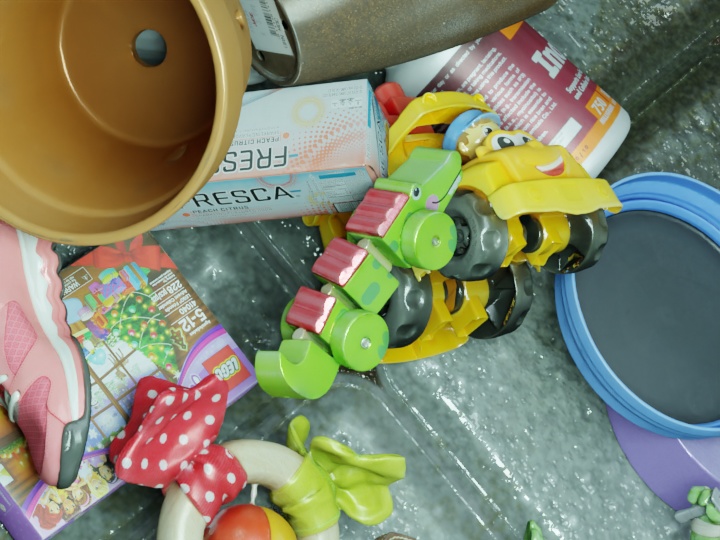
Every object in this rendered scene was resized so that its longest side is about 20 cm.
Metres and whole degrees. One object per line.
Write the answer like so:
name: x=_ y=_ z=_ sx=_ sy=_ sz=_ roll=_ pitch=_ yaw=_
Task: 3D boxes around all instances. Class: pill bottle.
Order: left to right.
pill bottle: x=0.092 y=-0.135 z=1.638 sx=0.200 sy=0.113 sz=0.113 roll=41 pitch=55 yaw=-6

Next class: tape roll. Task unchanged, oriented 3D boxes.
tape roll: x=0.283 y=0.090 z=1.662 sx=0.199 sy=0.066 sz=0.201 roll=12 pitch=62 yaw=-24

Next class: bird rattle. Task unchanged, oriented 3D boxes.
bird rattle: x=-0.069 y=0.152 z=1.393 sx=0.199 sy=0.112 sz=0.164 roll=16 pitch=72 yaw=-42

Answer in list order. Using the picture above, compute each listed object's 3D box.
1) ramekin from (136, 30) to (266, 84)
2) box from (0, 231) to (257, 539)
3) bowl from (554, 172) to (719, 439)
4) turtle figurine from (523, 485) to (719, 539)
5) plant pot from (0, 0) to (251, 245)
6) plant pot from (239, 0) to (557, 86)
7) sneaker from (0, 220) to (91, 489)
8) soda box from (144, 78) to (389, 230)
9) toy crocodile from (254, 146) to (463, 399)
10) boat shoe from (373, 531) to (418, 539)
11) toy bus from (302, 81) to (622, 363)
ramekin: x=-0.114 y=-0.231 z=1.532 sx=0.200 sy=0.097 sz=0.202 roll=-18 pitch=110 yaw=-58
box: x=-0.179 y=0.072 z=1.440 sx=0.200 sy=0.039 sz=0.137 roll=-36 pitch=87 yaw=-35
bowl: x=0.228 y=0.027 z=1.600 sx=0.200 sy=0.039 sz=0.202 roll=11 pitch=63 yaw=-23
turtle figurine: x=0.212 y=0.207 z=1.499 sx=0.193 sy=0.200 sz=0.145 roll=5 pitch=74 yaw=-6
plant pot: x=-0.154 y=-0.128 z=1.379 sx=0.200 sy=0.200 sz=0.140 roll=48 pitch=22 yaw=0
plant pot: x=0.007 y=-0.211 z=1.480 sx=0.200 sy=0.187 sz=0.187 roll=-33 pitch=85 yaw=-25
sneaker: x=-0.222 y=0.048 z=1.374 sx=0.086 sy=0.074 sz=0.201 roll=-8 pitch=63 yaw=-19
soda box: x=-0.082 y=-0.075 z=1.480 sx=0.199 sy=0.064 sz=0.069 roll=-5 pitch=63 yaw=13
toy crocodile: x=0.000 y=0.000 z=1.408 sx=0.200 sy=0.067 sz=0.062 roll=-56 pitch=130 yaw=-15
boat shoe: x=0.092 y=0.223 z=1.414 sx=0.200 sy=0.072 sz=0.076 roll=33 pitch=43 yaw=-12
toy bus: x=0.056 y=-0.057 z=1.531 sx=0.135 sy=0.200 sz=0.193 roll=-2 pitch=61 yaw=-44
